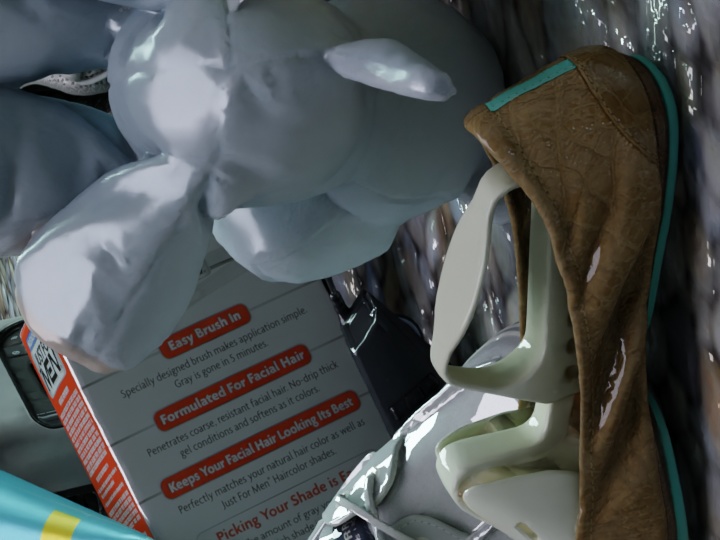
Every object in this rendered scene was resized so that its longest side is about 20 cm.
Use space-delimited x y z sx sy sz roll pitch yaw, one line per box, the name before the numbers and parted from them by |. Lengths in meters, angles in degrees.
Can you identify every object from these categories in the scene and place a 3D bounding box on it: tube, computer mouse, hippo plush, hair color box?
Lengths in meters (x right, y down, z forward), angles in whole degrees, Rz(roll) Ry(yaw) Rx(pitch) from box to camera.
tube | -0.139 0.110 1.036 0.199 0.050 0.078 18 138 38
computer mouse | 0.000 0.000 0.959 0.059 0.034 0.201 -112 -4 -77
hippo plush | -0.032 -0.071 0.838 0.200 0.160 0.160 -38 72 32
hair color box | -0.041 0.084 1.023 0.201 0.110 0.064 63 160 7

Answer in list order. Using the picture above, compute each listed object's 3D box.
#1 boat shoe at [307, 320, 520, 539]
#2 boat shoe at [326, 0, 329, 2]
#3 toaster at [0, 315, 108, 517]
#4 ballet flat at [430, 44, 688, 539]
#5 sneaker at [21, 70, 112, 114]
boat shoe | 0.016 0.092 0.875 0.200 0.068 0.072 -52 58 43
boat shoe | -0.017 -0.122 1.000 0.063 0.072 0.200 -52 25 11
toaster | -0.087 0.112 1.166 0.119 0.180 0.201 -136 38 -63
ballet flat | 0.056 0.031 0.762 0.068 0.072 0.201 -127 29 -56
sneaker | -0.077 -0.096 0.949 0.200 0.074 0.082 -36 53 49
